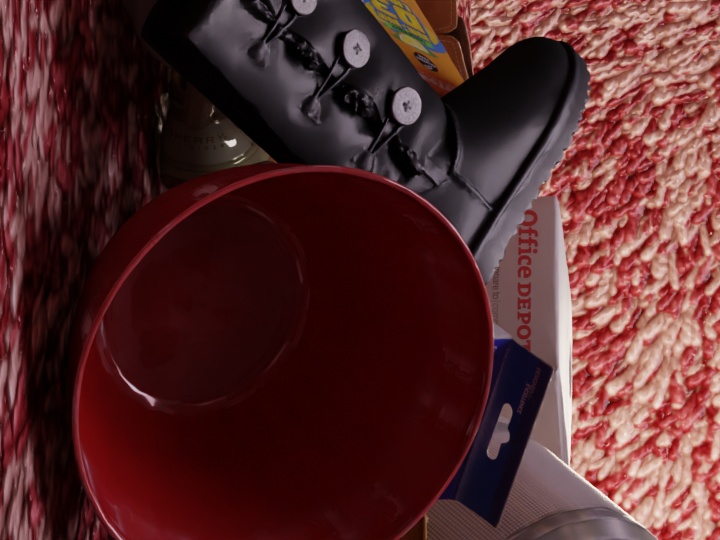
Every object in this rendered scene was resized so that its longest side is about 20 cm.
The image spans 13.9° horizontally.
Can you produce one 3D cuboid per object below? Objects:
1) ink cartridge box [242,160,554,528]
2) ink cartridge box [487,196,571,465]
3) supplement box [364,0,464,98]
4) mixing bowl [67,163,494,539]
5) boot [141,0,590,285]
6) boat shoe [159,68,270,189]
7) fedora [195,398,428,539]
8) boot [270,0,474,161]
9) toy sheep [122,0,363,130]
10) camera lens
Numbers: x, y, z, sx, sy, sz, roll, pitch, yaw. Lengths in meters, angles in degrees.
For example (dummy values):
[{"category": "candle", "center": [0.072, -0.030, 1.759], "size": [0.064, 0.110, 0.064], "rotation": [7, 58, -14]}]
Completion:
[{"category": "ink cartridge box", "center": [0.000, 0.038, 1.448], "size": [0.039, 0.200, 0.100], "rotation": [-17, 133, -47]}, {"category": "ink cartridge box", "center": [0.034, 0.053, 1.881], "size": [0.145, 0.199, 0.148], "rotation": [81, 10, -51]}, {"category": "supplement box", "center": [-0.005, -0.119, 1.528], "size": [0.069, 0.066, 0.200], "rotation": [-51, -141, 22]}, {"category": "mixing bowl", "center": [-0.052, 0.032, 1.320], "size": [0.108, 0.199, 0.201], "rotation": [-140, -139, -57]}, {"category": "boot", "center": [0.007, -0.103, 1.380], "size": [0.200, 0.066, 0.165], "rotation": [42, 52, -22]}, {"category": "boat shoe", "center": [-0.065, -0.114, 1.599], "size": [0.200, 0.073, 0.063], "rotation": [-80, 170, -57]}, {"category": "fedora", "center": [-0.057, 0.105, 1.435], "size": [0.082, 0.200, 0.202], "rotation": [-16, 108, -45]}, {"category": "boot", "center": [-0.008, -0.102, 1.740], "size": [0.074, 0.154, 0.201], "rotation": [-82, 169, -57]}, {"category": "toy sheep", "center": [-0.057, -0.146, 1.448], "size": [0.138, 0.137, 0.201], "rotation": [80, -8, -53]}, {"category": "camera lens", "center": [0.068, 0.172, 1.652], "size": [0.200, 0.159, 0.161], "rotation": [38, -37, 47]}]
